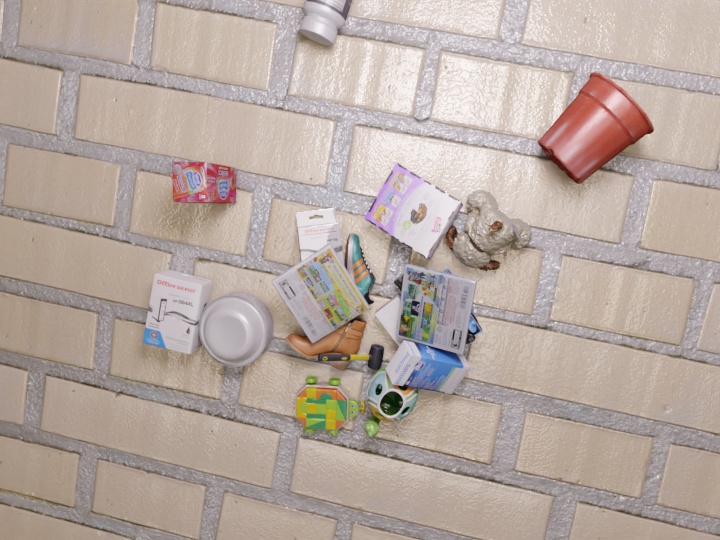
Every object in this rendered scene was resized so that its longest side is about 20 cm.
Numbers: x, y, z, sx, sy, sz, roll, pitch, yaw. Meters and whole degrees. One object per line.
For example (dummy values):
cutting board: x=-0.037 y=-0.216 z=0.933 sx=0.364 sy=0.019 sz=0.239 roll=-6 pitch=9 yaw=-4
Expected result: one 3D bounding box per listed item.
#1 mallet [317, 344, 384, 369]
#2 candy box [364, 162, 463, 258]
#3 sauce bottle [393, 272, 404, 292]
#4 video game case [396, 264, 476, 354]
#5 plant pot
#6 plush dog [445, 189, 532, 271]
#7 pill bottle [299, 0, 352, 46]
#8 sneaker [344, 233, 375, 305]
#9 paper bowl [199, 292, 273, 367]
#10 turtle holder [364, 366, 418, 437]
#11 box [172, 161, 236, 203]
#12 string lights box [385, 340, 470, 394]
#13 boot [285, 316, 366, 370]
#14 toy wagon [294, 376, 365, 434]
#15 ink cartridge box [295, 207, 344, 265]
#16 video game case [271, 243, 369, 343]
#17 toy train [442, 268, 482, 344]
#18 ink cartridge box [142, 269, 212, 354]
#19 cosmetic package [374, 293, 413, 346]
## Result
mallet: x=-0.021 y=0.223 z=1.424 sx=0.198 sy=0.041 sz=0.067 roll=13 pitch=96 yaw=-33
candy box: x=0.138 y=-0.152 z=1.377 sx=0.199 sy=0.071 sz=0.169 roll=34 pitch=99 yaw=15
sauce bottle: x=0.164 y=0.096 z=1.428 sx=0.064 sy=0.065 sz=0.201 roll=-37 pitch=90 yaw=9
video game case: x=0.187 y=0.098 z=1.338 sx=0.180 sy=0.022 sz=0.202 roll=13 pitch=113 yaw=18
plant pot: x=0.550 y=-0.330 z=1.282 sx=0.201 sy=0.201 sz=0.195 roll=46 pitch=107 yaw=0
plush dog: x=0.314 y=-0.078 z=1.363 sx=0.199 sy=0.161 sz=0.172 roll=39 pitch=125 yaw=3
pill bottle: x=-0.078 y=-0.686 z=1.341 sx=0.112 sy=0.113 sz=0.202 roll=21 pitch=98 yaw=3
sneaker: x=0.000 y=0.000 z=1.437 sx=0.079 sy=0.071 sz=0.203 roll=-2 pitch=94 yaw=-8
paper bowl: x=-0.349 y=0.166 z=1.471 sx=0.198 sy=0.104 sz=0.203 roll=1 pitch=97 yaw=7
turtle holder: x=0.070 y=0.344 z=1.430 sx=0.184 sy=0.132 sz=0.142 roll=-29 pitch=93 yaw=8
box: x=-0.400 y=-0.225 z=1.384 sx=0.094 sy=0.200 sz=0.101 roll=3 pitch=97 yaw=8
string lights box: x=0.177 y=0.255 z=1.384 sx=0.198 sy=0.059 sz=0.103 roll=17 pitch=117 yaw=-29
boot: x=-0.091 y=0.171 z=1.450 sx=0.198 sy=0.077 sz=0.157 roll=24 pitch=104 yaw=-2
toy wagon: x=-0.085 y=0.382 z=1.497 sx=0.197 sy=0.040 sz=0.157 roll=2 pitch=97 yaw=6
ink cartridge box: x=-0.107 y=-0.063 z=1.424 sx=0.115 sy=0.068 sz=0.203 roll=-8 pitch=93 yaw=-7
video game case: x=-0.103 y=0.062 z=1.388 sx=0.181 sy=0.023 sz=0.201 roll=-31 pitch=102 yaw=4
toy train: x=0.242 y=0.096 z=1.391 sx=0.086 sy=0.114 sz=0.201 roll=-34 pitch=93 yaw=28
ink cartridge box: x=-0.512 y=0.114 z=1.492 sx=0.144 sy=0.084 sz=0.202 roll=12 pitch=98 yaw=4
cosmetic package: x=0.131 y=0.169 z=1.444 sx=0.082 sy=0.051 sz=0.201 roll=-37 pitch=92 yaw=11
